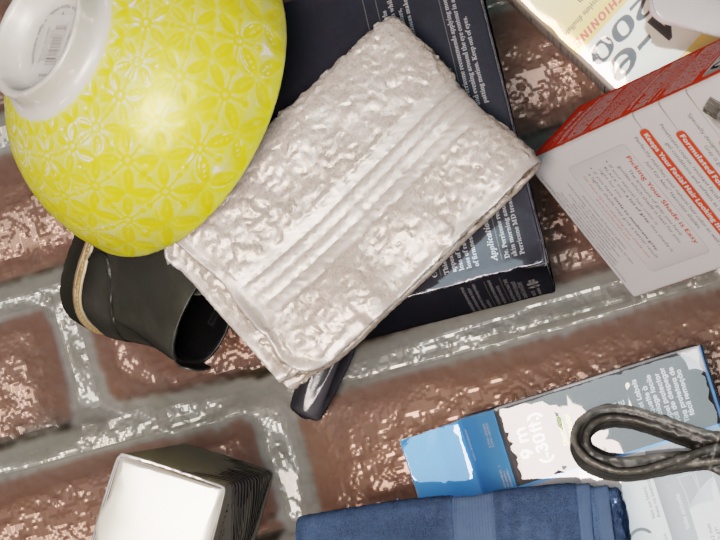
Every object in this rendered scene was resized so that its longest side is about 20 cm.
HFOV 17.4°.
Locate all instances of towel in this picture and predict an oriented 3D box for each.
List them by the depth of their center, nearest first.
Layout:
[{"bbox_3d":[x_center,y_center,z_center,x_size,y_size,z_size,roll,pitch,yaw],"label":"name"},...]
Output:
[{"bbox_3d":[-0.010,-0.040,1.367,0.200,0.034,0.133,-44,79,0],"label":"towel"},{"bbox_3d":[0.062,0.185,1.385,0.198,0.049,0.112,-6,48,5],"label":"towel"}]

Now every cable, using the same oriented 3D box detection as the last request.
[{"bbox_3d":[0.226,0.108,1.386,0.199,0.050,0.098,23,71,8],"label":"cable"}]

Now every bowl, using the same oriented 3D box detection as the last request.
[{"bbox_3d":[-0.149,-0.118,1.369,0.199,0.107,0.202,-22,57,39],"label":"bowl"}]

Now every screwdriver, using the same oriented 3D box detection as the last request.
[{"bbox_3d":[0.000,0.000,1.495,0.029,0.028,0.201,16,84,35],"label":"screwdriver"}]

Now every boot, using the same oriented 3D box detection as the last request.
[{"bbox_3d":[-0.107,-0.045,1.443,0.077,0.138,0.202,4,102,-37],"label":"boot"}]

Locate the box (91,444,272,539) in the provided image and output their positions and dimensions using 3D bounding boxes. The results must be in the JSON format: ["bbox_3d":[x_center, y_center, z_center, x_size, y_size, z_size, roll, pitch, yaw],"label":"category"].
[{"bbox_3d":[-0.106,0.152,1.410,0.068,0.200,0.083,16,91,6],"label":"box"}]

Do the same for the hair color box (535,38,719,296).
[{"bbox_3d":[0.199,-0.063,1.352,0.111,0.200,0.064,50,60,-11],"label":"hair color box"}]

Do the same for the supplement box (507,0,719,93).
[{"bbox_3d":[0.170,-0.179,1.450,0.200,0.074,0.126,43,94,5],"label":"supplement box"}]

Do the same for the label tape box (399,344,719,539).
[{"bbox_3d":[0.137,0.143,1.453,0.199,0.066,0.144,-18,87,4],"label":"label tape box"}]

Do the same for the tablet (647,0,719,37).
[{"bbox_3d":[0.254,-0.180,1.401,0.199,0.014,0.131,11,56,-20],"label":"tablet"}]

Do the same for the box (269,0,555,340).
[{"bbox_3d":[0.008,-0.067,1.439,0.181,0.104,0.202,-14,79,5],"label":"box"}]
